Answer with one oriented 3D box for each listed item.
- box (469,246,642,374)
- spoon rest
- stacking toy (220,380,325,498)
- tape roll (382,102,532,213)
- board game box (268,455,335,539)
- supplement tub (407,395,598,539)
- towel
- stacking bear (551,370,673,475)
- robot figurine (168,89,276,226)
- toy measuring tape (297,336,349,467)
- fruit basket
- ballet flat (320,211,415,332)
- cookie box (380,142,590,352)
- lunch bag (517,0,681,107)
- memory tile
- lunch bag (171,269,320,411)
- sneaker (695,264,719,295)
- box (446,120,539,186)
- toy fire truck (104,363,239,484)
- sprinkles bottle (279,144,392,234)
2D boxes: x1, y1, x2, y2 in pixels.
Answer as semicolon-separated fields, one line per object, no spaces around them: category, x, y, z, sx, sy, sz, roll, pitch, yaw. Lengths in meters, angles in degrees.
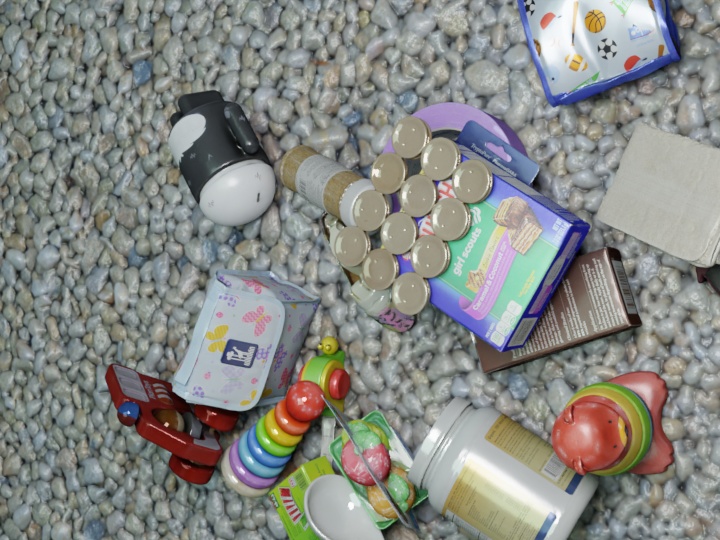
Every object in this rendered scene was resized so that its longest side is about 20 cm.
box;0.235;0.052;1.324;0.198;0.075;0.102;-20;79;25
spoon rest;-0.002;0.353;1.381;0.061;0.099;0.202;-43;75;43
stacking toy;-0.109;0.223;1.458;0.086;0.085;0.200;54;126;19
tape roll;0.121;-0.113;1.398;0.197;0.065;0.204;-2;86;29
board game box;-0.043;0.367;1.456;0.102;0.047;0.202;-45;66;44
supplement tub;0.170;0.256;1.295;0.198;0.144;0.146;32;103;16
towel;0.364;-0.089;1.238;0.200;0.034;0.134;37;106;56
stacking bear;0.277;0.183;1.221;0.112;0.199;0.124;-7;85;27
robot figurine;-0.199;-0.161;1.544;0.124;0.150;0.202;-29;72;1
toy measuring tape;-0.055;0.192;1.477;0.073;0.073;0.204;5;90;28
fruit basket;0.023;0.245;1.362;0.093;0.200;0.186;-33;70;-6
ballet flat;0.000;0.000;1.455;0.069;0.071;0.202;-39;71;23
cookie box;0.140;-0.031;1.269;0.199;0.075;0.173;35;106;26
lunch bag;0.282;-0.312;1.287;0.168;0.123;0.203;-19;71;26
memory tile;0.059;-0.066;1.264;0.153;0.017;0.202;37;107;27
lunch bag;-0.161;0.096;1.465;0.126;0.199;0.172;26;99;27
sneaker;0.469;-0.015;1.206;0.198;0.075;0.118;-3;91;39
box;0.123;-0.076;1.341;0.121;0.032;0.202;37;104;24
toy fire truck;-0.275;0.207;1.522;0.113;0.166;0.200;-63;28;12
sprinkles bottle;-0.036;-0.111;1.440;0.199;0.068;0.069;34;105;50
